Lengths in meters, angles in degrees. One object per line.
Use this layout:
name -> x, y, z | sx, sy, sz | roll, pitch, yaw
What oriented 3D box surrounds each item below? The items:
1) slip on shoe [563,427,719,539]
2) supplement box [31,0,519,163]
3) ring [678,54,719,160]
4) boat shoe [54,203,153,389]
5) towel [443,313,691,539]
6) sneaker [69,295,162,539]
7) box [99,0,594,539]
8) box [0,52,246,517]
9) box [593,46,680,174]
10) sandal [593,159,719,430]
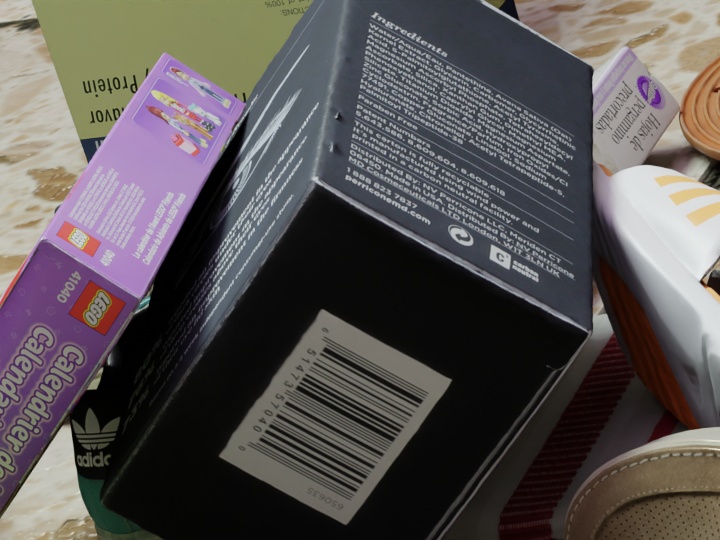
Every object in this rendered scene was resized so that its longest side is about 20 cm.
slip on shoe -> 0.134, 0.097, 0.872 | 0.200, 0.076, 0.061 | 13, 30, 39
supplement box -> -0.053, -0.172, 1.480 | 0.200, 0.200, 0.134 | -6, 25, 28
ring -> 0.237, -0.085, 1.297 | 0.200, 0.019, 0.200 | -15, 23, 7
boat shoe -> -0.109, -0.009, 1.313 | 0.072, 0.066, 0.201 | -9, 23, 18
towel -> 0.076, 0.059, 1.075 | 0.200, 0.023, 0.144 | -6, 26, 30
sneaker -> -0.048, 0.034, 1.143 | 0.071, 0.080, 0.200 | -6, 24, 28
box -> 0.000, 0.000, 1.022 | 0.148, 0.104, 0.200 | -55, 13, 28
box -> -0.103, 0.017, 1.010 | 0.137, 0.039, 0.200 | -56, 5, 22
box -> 0.081, -0.031, 1.241 | 0.041, 0.039, 0.200 | -38, 8, 35
sandal -> 0.131, 0.020, 1.001 | 0.059, 0.079, 0.207 | -23, 32, -8
